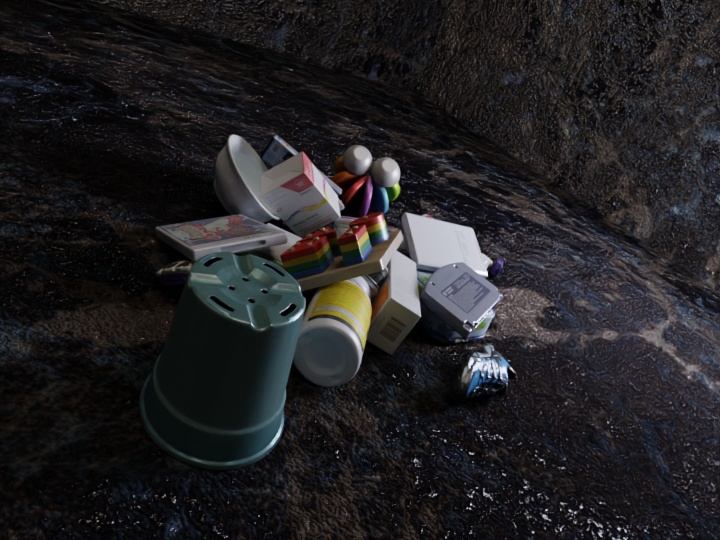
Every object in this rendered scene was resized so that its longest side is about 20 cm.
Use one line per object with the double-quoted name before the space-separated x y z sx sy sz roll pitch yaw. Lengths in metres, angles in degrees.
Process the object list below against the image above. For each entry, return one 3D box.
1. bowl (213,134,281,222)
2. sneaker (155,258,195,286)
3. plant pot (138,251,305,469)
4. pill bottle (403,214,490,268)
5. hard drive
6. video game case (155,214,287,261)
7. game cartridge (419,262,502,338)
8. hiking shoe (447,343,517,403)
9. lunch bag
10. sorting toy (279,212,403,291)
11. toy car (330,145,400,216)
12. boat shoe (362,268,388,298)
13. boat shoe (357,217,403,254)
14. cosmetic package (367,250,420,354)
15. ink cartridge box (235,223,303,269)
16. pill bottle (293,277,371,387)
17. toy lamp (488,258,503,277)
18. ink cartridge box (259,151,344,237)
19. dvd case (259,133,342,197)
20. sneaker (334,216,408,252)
"bowl" -0.256 -0.180 1.189 0.204 0.088 0.202 57 12 -19
"sneaker" -0.242 0.027 0.900 0.192 0.087 0.081 7 10 1
"plant pot" -0.165 0.100 0.693 0.194 0.201 0.202 17 27 -9
"pill bottle" 0.209 -0.039 1.339 0.197 0.119 0.115 34 28 18
"hard drive" 0.187 -0.052 1.215 0.194 0.025 0.136 9 54 -30
"video game case" -0.256 -0.065 0.996 0.178 0.024 0.197 -14 22 -36
"game cartridge" 0.196 0.049 1.080 0.133 0.041 0.198 42 34 15
"hiking shoe" 0.226 0.193 0.987 0.086 0.076 0.198 34 28 22
"lunch bag" 0.181 0.065 1.168 0.156 0.084 0.201 1 35 -36
"sorting toy" -0.038 -0.041 0.985 0.193 0.072 0.199 -15 14 19
"toy car" 0.008 -0.223 1.483 0.194 0.176 0.154 21 61 -6
"boat shoe" 0.000 0.000 1.086 0.073 0.071 0.199 52 -11 -28
"boat shoe" 0.035 -0.052 1.299 0.066 0.058 0.199 -34 50 -17
"cosmetic package" 0.059 0.053 1.055 0.070 0.103 0.202 30 25 -12
"ink cartridge box" -0.175 -0.014 1.036 0.101 0.061 0.201 24 27 4
"pill bottle" -0.039 0.087 0.910 0.111 0.117 0.201 22 27 -2
"toy lamp" 0.289 -0.047 1.487 0.195 0.059 0.059 27 26 -2
"ink cartridge box" -0.119 -0.149 1.198 0.200 0.113 0.069 46 25 -49
"dvd case" -0.149 -0.213 1.278 0.198 0.142 0.018 38 56 -13
"sneaker" 0.028 -0.055 1.230 0.193 0.104 0.075 13 -3 11
